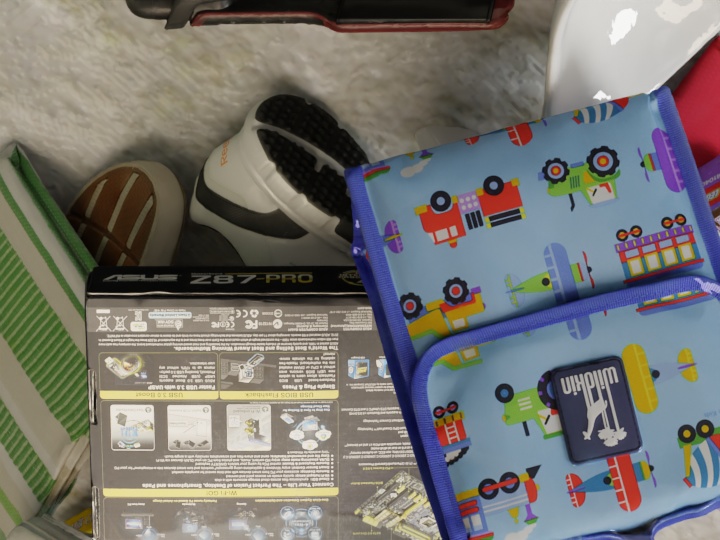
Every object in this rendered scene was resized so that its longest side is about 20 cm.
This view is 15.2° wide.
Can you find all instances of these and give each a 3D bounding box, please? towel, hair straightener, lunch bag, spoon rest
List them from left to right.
[{"bbox_3d":[-0.181,0.051,1.398,0.153,0.023,0.200,54,136,23],"label":"towel"},{"bbox_3d":[-0.031,-0.149,1.244,0.200,0.041,0.077,3,130,17],"label":"hair straightener"},{"bbox_3d":[0.091,0.041,1.181,0.150,0.200,0.094,-15,156,-4],"label":"lunch bag"},{"bbox_3d":[0.104,-0.094,1.228,0.099,0.061,0.200,3,146,-39],"label":"spoon rest"}]

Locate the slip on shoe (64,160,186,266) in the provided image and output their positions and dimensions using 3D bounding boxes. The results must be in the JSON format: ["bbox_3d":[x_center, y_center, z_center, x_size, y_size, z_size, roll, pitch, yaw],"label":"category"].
[{"bbox_3d":[-0.124,0.022,1.393,0.060,0.076,0.200,-4,133,-36],"label":"slip on shoe"}]

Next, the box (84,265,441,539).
[{"bbox_3d":[-0.030,0.079,1.291,0.199,0.049,0.162,-1,107,-2],"label":"box"}]

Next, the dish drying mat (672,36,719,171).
[{"bbox_3d":[0.152,-0.027,1.310,0.077,0.018,0.200,26,131,-10],"label":"dish drying mat"}]

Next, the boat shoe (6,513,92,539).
[{"bbox_3d":[-0.091,0.161,1.406,0.200,0.069,0.072,28,173,-25],"label":"boat shoe"}]

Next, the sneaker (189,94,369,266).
[{"bbox_3d":[0.000,0.000,1.340,0.200,0.074,0.080,46,130,-13],"label":"sneaker"}]

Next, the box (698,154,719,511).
[{"bbox_3d":[0.187,0.042,1.328,0.137,0.039,0.200,-32,123,32],"label":"box"}]

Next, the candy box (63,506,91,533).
[{"bbox_3d":[-0.087,0.148,1.473,0.102,0.026,0.200,34,143,-22],"label":"candy box"}]
